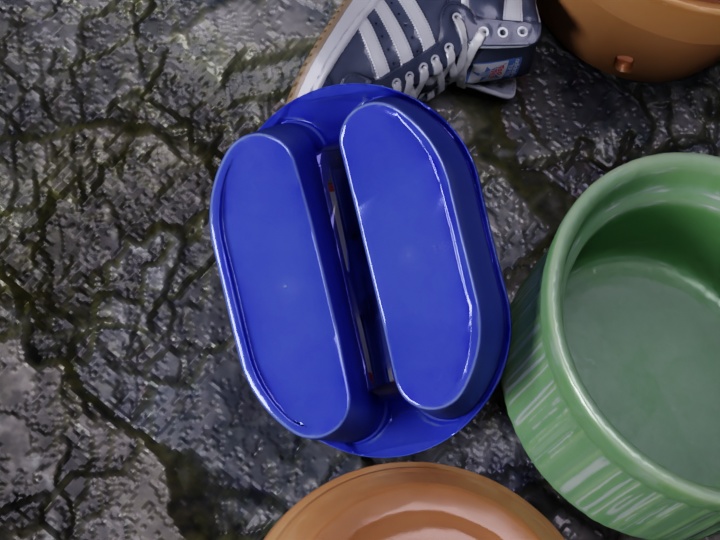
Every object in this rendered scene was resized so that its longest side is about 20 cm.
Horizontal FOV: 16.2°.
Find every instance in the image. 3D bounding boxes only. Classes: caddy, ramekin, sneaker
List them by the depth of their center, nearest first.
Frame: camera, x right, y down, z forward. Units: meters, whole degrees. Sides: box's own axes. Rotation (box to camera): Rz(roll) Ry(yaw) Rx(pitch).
[{"bbox_3d":[0.000,0.000,1.326,0.141,0.105,0.201,-13,88,11],"label":"caddy"},{"bbox_3d":[0.172,0.047,1.350,0.199,0.098,0.201,9,63,-19],"label":"ramekin"},{"bbox_3d":[0.031,-0.110,1.421,0.108,0.070,0.200,28,60,3],"label":"sneaker"}]

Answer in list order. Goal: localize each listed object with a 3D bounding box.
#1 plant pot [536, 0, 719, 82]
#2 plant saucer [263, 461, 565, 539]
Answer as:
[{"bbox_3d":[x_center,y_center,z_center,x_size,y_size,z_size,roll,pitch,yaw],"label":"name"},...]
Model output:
[{"bbox_3d":[0.180,-0.200,1.456,0.199,0.140,0.201,5,64,-10],"label":"plant pot"},{"bbox_3d":[0.035,0.190,1.301,0.199,0.037,0.201,5,65,-10],"label":"plant saucer"}]
